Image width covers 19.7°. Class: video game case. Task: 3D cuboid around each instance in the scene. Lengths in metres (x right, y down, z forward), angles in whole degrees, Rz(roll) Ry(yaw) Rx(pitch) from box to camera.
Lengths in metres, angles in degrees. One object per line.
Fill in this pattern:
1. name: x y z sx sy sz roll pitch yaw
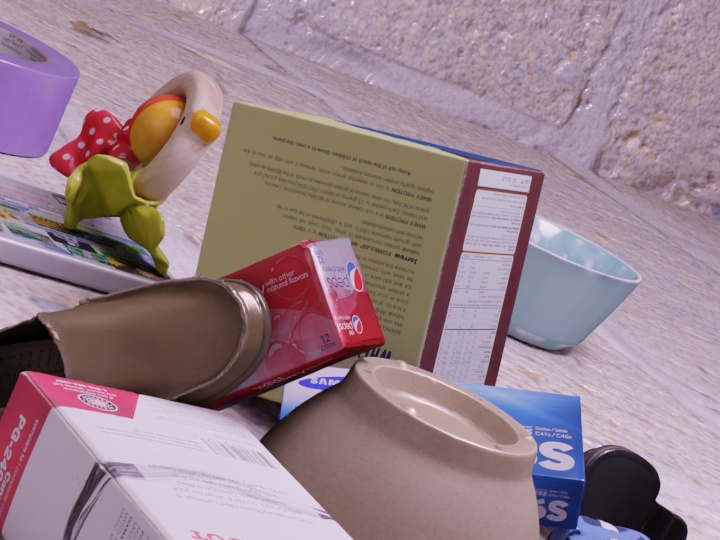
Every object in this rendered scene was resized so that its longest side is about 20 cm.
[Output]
1. video game case: -0.256 -0.033 1.662 0.200 0.022 0.182 18 13 -34

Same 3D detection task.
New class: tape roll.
1. tape roll: -0.370 -0.187 1.949 0.200 0.085 0.200 23 12 -5

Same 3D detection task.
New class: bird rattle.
1. bird rattle: -0.169 -0.092 1.696 0.113 0.163 0.200 41 16 -18

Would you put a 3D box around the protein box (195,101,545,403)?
1. protein box: 0.000 0.000 1.506 0.198 0.201 0.135 16 6 29

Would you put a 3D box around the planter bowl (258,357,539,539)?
1. planter bowl: 0.024 0.135 1.220 0.200 0.135 0.200 25 11 -5

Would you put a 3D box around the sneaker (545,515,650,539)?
1. sneaker: 0.149 0.203 1.344 0.082 0.074 0.200 26 4 12

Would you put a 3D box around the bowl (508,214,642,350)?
1. bowl: 0.180 0.011 2.162 0.200 0.105 0.201 25 11 -5

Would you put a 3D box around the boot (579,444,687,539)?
1. boot: 0.143 0.149 1.534 0.174 0.069 0.200 32 -11 33

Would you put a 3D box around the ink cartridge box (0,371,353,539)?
1. ink cartridge box: -0.092 0.142 1.073 0.145 0.084 0.200 17 14 -37

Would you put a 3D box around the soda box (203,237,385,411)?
1. soda box: -0.090 0.048 1.232 0.063 0.200 0.070 -2 71 -65

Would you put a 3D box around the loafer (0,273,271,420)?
1. loafer: -0.147 0.053 1.170 0.067 0.199 0.076 28 44 -78

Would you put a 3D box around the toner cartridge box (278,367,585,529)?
1. toner cartridge box: 0.045 0.114 1.360 0.199 0.043 0.095 6 31 -1
